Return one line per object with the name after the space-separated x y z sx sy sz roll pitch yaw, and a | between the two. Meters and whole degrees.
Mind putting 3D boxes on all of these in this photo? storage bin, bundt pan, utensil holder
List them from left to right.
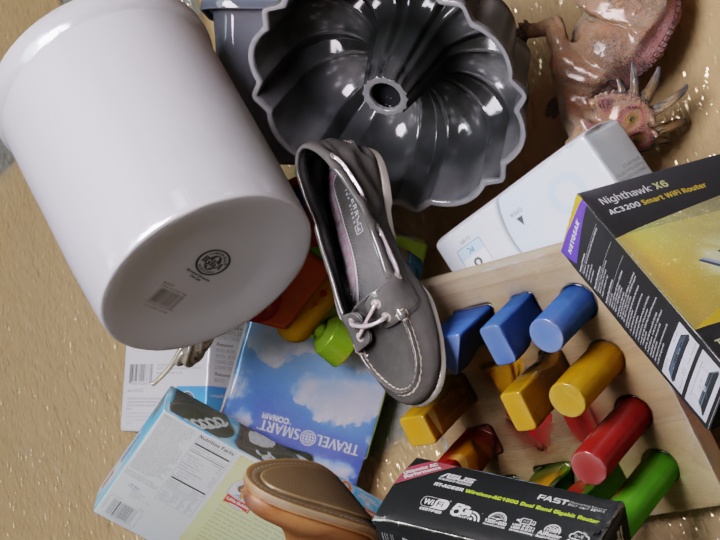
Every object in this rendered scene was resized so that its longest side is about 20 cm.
-0.144 -0.070 1.237 0.170 0.170 0.200 -50 55 26 | utensil holder
-0.024 -0.147 1.355 0.146 0.200 0.134 -86 -3 -88 | storage bin
0.028 -0.142 1.225 0.202 0.202 0.076 -24 28 40 | bundt pan

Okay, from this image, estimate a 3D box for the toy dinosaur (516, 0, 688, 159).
0.182 -0.156 1.234 0.136 0.086 0.200 28 98 45 | toy dinosaur

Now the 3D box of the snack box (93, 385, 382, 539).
-0.090 0.183 1.364 0.116 0.200 0.037 -53 14 27 | snack box

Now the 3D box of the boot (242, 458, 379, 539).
-0.038 0.228 1.291 0.155 0.200 0.074 -54 38 12 | boot

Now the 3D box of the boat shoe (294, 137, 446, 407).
0.000 0.000 1.183 0.067 0.057 0.200 -39 56 37 | boat shoe

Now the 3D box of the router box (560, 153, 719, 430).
0.246 -0.002 1.057 0.157 0.200 0.052 54 148 37 | router box

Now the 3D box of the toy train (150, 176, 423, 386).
-0.052 0.035 1.325 0.200 0.116 0.085 -52 21 7 | toy train

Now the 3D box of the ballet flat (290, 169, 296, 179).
-0.035 -0.044 1.445 0.067 0.067 0.200 0 83 59 | ballet flat

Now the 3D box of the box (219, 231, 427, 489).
-0.032 0.057 1.382 0.048 0.122 0.200 -104 30 -85 | box

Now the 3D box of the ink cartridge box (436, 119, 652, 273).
0.160 0.024 1.175 0.160 0.047 0.200 -37 82 44 | ink cartridge box

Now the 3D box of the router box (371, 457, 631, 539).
0.104 0.224 1.149 0.150 0.062 0.200 10 131 31 | router box

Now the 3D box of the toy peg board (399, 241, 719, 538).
0.108 0.101 1.175 0.200 0.098 0.199 -16 107 42 | toy peg board

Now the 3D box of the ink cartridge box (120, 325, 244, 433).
-0.141 0.042 1.527 0.116 0.067 0.200 -4 80 45 | ink cartridge box
